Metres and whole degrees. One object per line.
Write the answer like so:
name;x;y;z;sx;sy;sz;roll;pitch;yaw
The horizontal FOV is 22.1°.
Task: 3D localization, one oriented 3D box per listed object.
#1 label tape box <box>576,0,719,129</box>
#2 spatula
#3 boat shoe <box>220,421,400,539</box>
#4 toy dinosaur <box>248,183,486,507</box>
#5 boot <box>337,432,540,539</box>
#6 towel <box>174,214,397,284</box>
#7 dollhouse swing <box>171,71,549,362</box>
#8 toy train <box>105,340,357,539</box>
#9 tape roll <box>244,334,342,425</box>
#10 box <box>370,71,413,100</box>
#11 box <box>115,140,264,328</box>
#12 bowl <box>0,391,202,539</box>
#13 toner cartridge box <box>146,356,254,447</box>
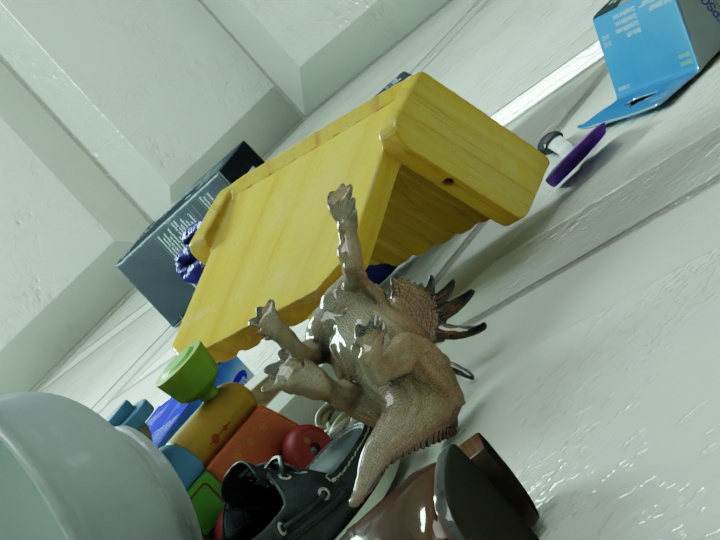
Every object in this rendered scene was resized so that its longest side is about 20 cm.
label tape box;0.231;-0.192;1.305;0.200;0.066;0.143;-43;8;-13
spatula;0.145;-0.088;1.323;0.057;0.021;0.200;-46;7;4
boat shoe;-0.048;0.129;0.935;0.074;0.066;0.199;-33;12;49
toy dinosaur;0.018;0.049;0.977;0.086;0.135;0.200;-39;38;17
boot;-0.020;0.148;0.699;0.200;0.064;0.186;-39;-5;5
towel;-0.032;-0.032;1.415;0.148;0.050;0.200;-38;-28;30
dollhouse swing;0.000;0.000;1.208;0.200;0.182;0.176;-28;46;38
toy train;-0.074;0.087;1.109;0.085;0.116;0.200;-32;13;50
tape roll;-0.064;0.105;1.259;0.203;0.037;0.203;-41;8;7
box;0.003;-0.068;1.602;0.200;0.107;0.148;-41;7;3
box;-0.202;-0.051;2.486;0.197;0.124;0.200;-42;7;15
bowl;-0.146;0.143;0.982;0.090;0.202;0.201;-25;-2;-31
toner cartridge box;-0.153;0.145;1.458;0.095;0.043;0.200;-37;10;29
